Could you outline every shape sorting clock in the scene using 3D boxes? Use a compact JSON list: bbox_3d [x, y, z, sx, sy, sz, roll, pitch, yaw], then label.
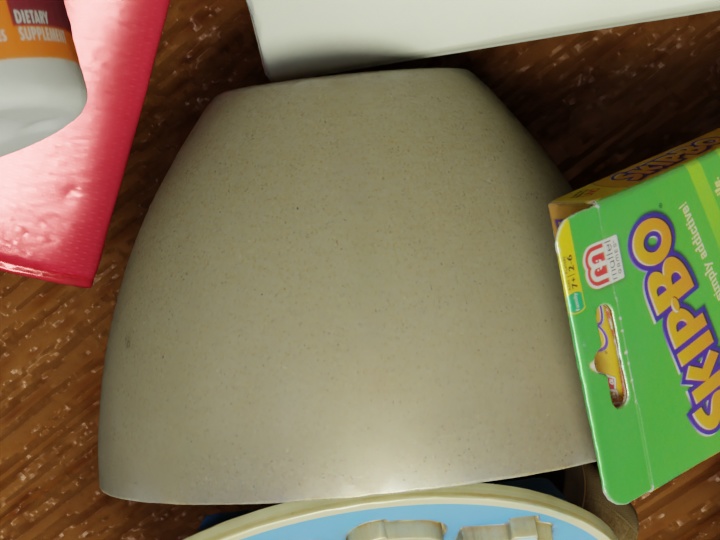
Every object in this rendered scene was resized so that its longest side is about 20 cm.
[{"bbox_3d":[0.000,0.131,0.739,0.199,0.039,0.200,-11,147,-7],"label":"shape sorting clock"}]

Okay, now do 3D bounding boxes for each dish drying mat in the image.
[{"bbox_3d":[-0.110,-0.095,0.747,0.076,0.018,0.201,14,104,-14],"label":"dish drying mat"}]

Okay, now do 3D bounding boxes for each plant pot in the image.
[{"bbox_3d":[0.000,0.000,0.726,0.199,0.200,0.135,-6,91,13],"label":"plant pot"}]

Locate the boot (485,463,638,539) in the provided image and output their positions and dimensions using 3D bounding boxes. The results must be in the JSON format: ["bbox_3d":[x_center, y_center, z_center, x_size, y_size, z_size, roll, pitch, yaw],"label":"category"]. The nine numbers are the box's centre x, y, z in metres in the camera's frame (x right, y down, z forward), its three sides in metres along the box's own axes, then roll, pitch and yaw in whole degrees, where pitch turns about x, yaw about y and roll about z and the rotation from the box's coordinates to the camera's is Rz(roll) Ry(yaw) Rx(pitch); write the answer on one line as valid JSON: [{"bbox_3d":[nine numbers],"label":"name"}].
[{"bbox_3d":[0.024,0.130,0.842,0.199,0.074,0.075,-26,141,32],"label":"boot"}]

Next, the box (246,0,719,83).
[{"bbox_3d":[0.058,-0.125,0.704,0.199,0.068,0.083,-6,115,14],"label":"box"}]

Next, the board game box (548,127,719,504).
[{"bbox_3d":[0.134,-0.001,0.685,0.030,0.200,0.096,2,110,47],"label":"board game box"}]

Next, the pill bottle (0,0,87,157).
[{"bbox_3d":[-0.169,-0.136,0.682,0.114,0.114,0.201,-17,86,18],"label":"pill bottle"}]
